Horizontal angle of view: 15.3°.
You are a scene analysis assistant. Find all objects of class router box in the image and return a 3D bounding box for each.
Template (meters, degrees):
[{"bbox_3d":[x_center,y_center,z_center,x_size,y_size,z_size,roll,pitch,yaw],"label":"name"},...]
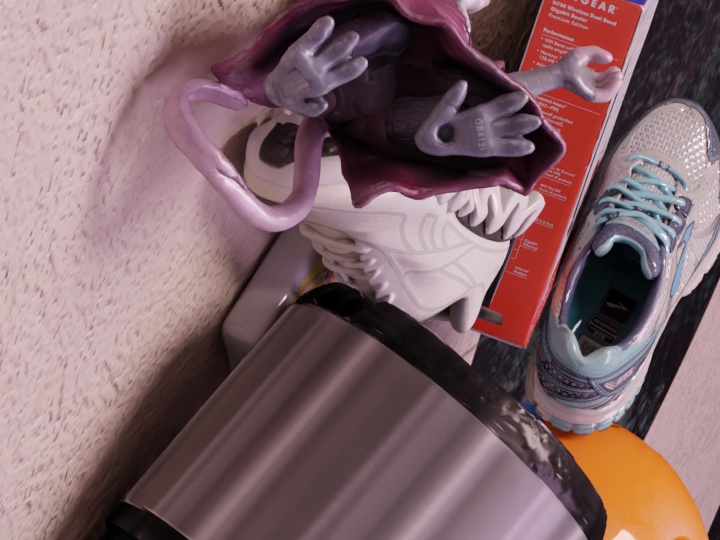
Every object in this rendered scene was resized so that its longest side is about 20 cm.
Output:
[{"bbox_3d":[0.102,-0.072,1.377,0.200,0.049,0.180,-52,162,-73],"label":"router box"}]

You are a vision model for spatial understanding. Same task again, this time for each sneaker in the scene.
[{"bbox_3d":[0.151,-0.012,1.436,0.086,0.077,0.201,90,20,-66],"label":"sneaker"},{"bbox_3d":[0.012,-0.017,1.167,0.200,0.075,0.081,15,98,-58],"label":"sneaker"}]

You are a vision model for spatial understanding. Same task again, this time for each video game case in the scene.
[{"bbox_3d":[0.000,0.000,1.281,0.200,0.023,0.182,-58,160,-25],"label":"video game case"}]

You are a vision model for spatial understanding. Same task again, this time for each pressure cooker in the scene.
[{"bbox_3d":[-0.017,0.129,1.130,0.200,0.178,0.176,-48,132,-13],"label":"pressure cooker"}]

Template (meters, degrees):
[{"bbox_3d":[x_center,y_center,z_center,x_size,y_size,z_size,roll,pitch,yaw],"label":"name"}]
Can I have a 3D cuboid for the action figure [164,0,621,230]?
[{"bbox_3d":[0.017,-0.080,1.072,0.149,0.134,0.200,-33,-164,9],"label":"action figure"}]

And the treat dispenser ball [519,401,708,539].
[{"bbox_3d":[0.097,0.174,1.490,0.201,0.200,0.201,-55,159,-32],"label":"treat dispenser ball"}]
